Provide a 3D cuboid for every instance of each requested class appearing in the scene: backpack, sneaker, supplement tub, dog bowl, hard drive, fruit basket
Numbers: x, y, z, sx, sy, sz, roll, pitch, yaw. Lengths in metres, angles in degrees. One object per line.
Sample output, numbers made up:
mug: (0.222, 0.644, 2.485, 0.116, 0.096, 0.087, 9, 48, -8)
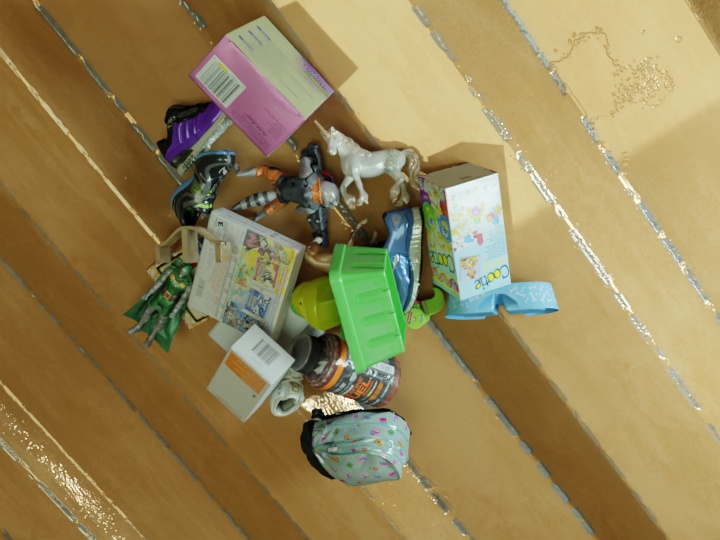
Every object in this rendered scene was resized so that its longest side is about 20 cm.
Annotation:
backpack: (0.002, 0.340, 1.712, 0.200, 0.127, 0.167, -14, 140, 29)
sneaker: (0.065, -0.017, 1.569, 0.089, 0.079, 0.200, 3, 107, 7)
supplement tub: (-0.030, 0.181, 1.649, 0.200, 0.107, 0.107, 22, 120, -29)
sneaker: (-0.118, 0.192, 1.701, 0.074, 0.116, 0.200, 16, 124, -24)
dog bowl: (0.248, 0.054, 1.572, 0.200, 0.111, 0.050, -6, 80, 15)
sneaker: (-0.276, -0.147, 1.594, 0.200, 0.071, 0.083, -45, 57, 40)
sneaker: (-0.294, -0.265, 1.571, 0.100, 0.070, 0.200, 44, 114, -3)
hard drive: (-0.183, 0.098, 1.674, 0.132, 0.027, 0.200, 43, 117, -1)
fruit basket: (-0.034, 0.062, 1.530, 0.215, 0.156, 0.216, 2, 117, 4)

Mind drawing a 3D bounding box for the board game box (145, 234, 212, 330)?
board game box: (-0.288, 0.007, 1.703, 0.200, 0.046, 0.152, -27, 105, 22)

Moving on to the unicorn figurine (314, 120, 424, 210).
unicorn figurine: (0.009, -0.177, 1.526, 0.200, 0.074, 0.138, -2, 82, -21)

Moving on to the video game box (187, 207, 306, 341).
video game box: (-0.208, 0.011, 1.614, 0.182, 0.047, 0.200, 26, 114, 17)

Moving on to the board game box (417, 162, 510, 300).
board game box: (0.177, -0.068, 1.514, 0.105, 0.103, 0.200, -17, 113, -18)

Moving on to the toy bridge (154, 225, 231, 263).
toy bridge: (-0.309, -0.047, 1.610, 0.200, 0.027, 0.067, 1, 94, 42)

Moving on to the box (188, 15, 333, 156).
box: (-0.156, -0.305, 1.449, 0.097, 0.200, 0.176, -40, 101, 25)

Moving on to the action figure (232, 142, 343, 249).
action figure: (-0.119, -0.117, 1.582, 0.193, 0.105, 0.200, -3, 112, 24)

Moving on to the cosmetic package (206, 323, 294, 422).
cosmetic package: (-0.205, 0.191, 1.633, 0.101, 0.071, 0.200, 41, 144, 4)

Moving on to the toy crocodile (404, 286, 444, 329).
toy crocodile: (0.065, 0.085, 1.649, 0.200, 0.068, 0.062, -18, 90, 17)

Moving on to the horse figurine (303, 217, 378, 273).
horse figurine: (0.000, 0.000, 1.608, 0.133, 0.050, 0.200, -39, 110, -2)

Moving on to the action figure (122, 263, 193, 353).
action figure: (-0.373, 0.059, 1.694, 0.118, 0.055, 0.200, 37, 116, 0)
